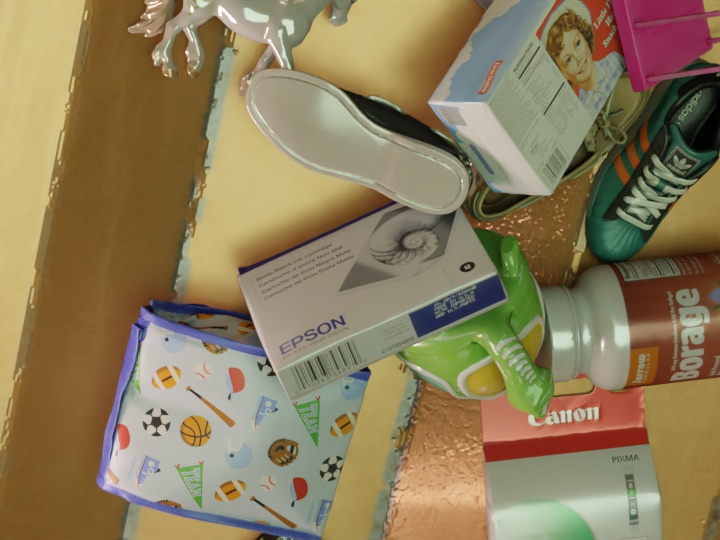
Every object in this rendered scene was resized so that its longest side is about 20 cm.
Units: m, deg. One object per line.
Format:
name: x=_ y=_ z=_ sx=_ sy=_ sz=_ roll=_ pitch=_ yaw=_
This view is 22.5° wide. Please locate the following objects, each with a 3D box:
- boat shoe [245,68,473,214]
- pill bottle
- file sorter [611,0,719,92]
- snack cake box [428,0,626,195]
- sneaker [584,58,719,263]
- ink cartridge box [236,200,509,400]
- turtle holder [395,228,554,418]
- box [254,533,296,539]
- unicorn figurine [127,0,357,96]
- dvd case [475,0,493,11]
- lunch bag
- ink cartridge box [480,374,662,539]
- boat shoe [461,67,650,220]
boat shoe: x=0.002 y=-0.113 z=1.491 sx=0.199 sy=0.060 sz=0.074 roll=23 pitch=112 yaw=0
pill bottle: x=0.255 y=0.046 z=1.597 sx=0.199 sy=0.112 sz=0.113 roll=-7 pitch=103 yaw=-7
file sorter: x=0.286 y=-0.270 z=1.495 sx=0.125 sy=0.139 sz=0.201 roll=-5 pitch=107 yaw=37
snack cake box: x=0.152 y=-0.175 z=1.497 sx=0.115 sy=0.067 sz=0.200 roll=50 pitch=62 yaw=-35
sneaker: x=0.263 y=-0.093 z=1.583 sx=0.071 sy=0.080 sz=0.201 roll=26 pitch=98 yaw=-14
ink cartridge box: x=0.000 y=0.000 z=1.505 sx=0.199 sy=0.200 sz=0.041 roll=-25 pitch=125 yaw=-3
turtle holder: x=0.104 y=0.044 z=1.545 sx=0.141 sy=0.185 sz=0.132 roll=-54 pitch=133 yaw=-30
box: x=-0.069 y=0.354 z=1.652 sx=0.193 sy=0.048 sz=0.200 roll=-42 pitch=105 yaw=5
unicorn figurine: x=-0.084 y=-0.208 z=1.513 sx=0.199 sy=0.074 sz=0.138 roll=18 pitch=103 yaw=-14
dvd case: x=0.121 y=-0.316 z=1.549 sx=0.149 sy=0.016 sz=0.200 roll=-44 pitch=105 yaw=2
lunch bag: x=-0.115 y=0.125 z=1.557 sx=0.199 sy=0.124 sz=0.171 roll=11 pitch=101 yaw=-18
ink cartridge box: x=0.193 y=0.188 z=1.653 sx=0.160 sy=0.050 sz=0.201 roll=-6 pitch=105 yaw=-7
boat shoe: x=0.176 y=-0.108 z=1.577 sx=0.200 sy=0.063 sz=0.073 roll=-41 pitch=104 yaw=1
